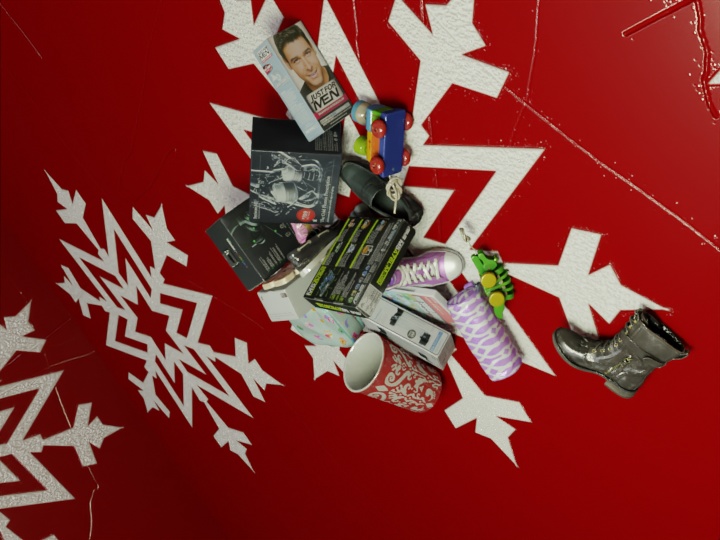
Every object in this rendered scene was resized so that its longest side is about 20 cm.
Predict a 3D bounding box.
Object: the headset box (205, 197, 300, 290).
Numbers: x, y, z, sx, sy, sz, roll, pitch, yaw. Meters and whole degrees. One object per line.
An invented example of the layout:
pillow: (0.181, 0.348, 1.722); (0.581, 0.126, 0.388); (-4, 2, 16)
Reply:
headset box: (-0.231, -0.078, 1.876); (0.175, 0.200, 0.092); (54, 144, -7)

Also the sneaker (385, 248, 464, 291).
sneaker: (0.103, 0.009, 1.610); (0.198, 0.114, 0.074); (-9, 100, 18)

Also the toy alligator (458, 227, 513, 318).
toy alligator: (0.249, -0.002, 1.550); (0.054, 0.059, 0.202); (-23, 107, 10)

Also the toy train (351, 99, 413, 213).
toy train: (0.030, -0.219, 1.550); (0.115, 0.084, 0.203); (32, 131, 41)

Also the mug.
mug: (0.079, 0.218, 1.830); (0.199, 0.180, 0.133); (28, 139, -33)

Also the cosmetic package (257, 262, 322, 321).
cosmetic package: (-0.124, 0.029, 1.852); (0.112, 0.200, 0.082); (-7, 117, 50)

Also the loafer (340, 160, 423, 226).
loafer: (0.036, -0.155, 1.613); (0.200, 0.070, 0.069); (37, 110, 16)

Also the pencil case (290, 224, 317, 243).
pencil case: (-0.155, -0.158, 1.812); (0.201, 0.086, 0.083); (54, 180, -8)

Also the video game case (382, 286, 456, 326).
video game case: (0.116, 0.071, 1.732); (0.198, 0.018, 0.143); (9, 156, 44)

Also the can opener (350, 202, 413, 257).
can opener: (0.050, -0.053, 1.720); (0.201, 0.066, 0.053); (55, 148, 7)

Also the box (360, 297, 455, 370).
box: (0.102, 0.132, 1.763); (0.198, 0.061, 0.117); (26, 167, 21)

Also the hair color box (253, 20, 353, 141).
hair color box: (-0.107, -0.364, 1.569); (0.060, 0.099, 0.201); (-20, 106, 53)

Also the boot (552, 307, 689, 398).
boot: (0.454, 0.123, 1.431); (0.199, 0.069, 0.175); (34, 139, 10)

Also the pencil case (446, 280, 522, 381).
pencil case: (0.248, 0.122, 1.628); (0.083, 0.086, 0.202); (-24, 102, 28)

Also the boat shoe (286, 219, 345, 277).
boat shoe: (-0.090, -0.061, 1.711); (0.060, 0.200, 0.074); (46, 134, -7)

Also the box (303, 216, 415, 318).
box: (-0.004, -0.011, 1.598); (0.047, 0.202, 0.192); (38, 162, -29)

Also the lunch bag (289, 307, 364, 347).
lunch bag: (-0.092, 0.106, 1.973); (0.198, 0.077, 0.161); (0, 134, 45)

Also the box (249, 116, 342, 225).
box: (-0.137, -0.200, 1.666); (0.179, 0.105, 0.201); (2, 139, -7)

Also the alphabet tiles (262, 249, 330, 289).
alphabet tiles: (-0.128, -0.019, 1.814); (0.195, 0.199, 0.015); (-14, 110, 52)
